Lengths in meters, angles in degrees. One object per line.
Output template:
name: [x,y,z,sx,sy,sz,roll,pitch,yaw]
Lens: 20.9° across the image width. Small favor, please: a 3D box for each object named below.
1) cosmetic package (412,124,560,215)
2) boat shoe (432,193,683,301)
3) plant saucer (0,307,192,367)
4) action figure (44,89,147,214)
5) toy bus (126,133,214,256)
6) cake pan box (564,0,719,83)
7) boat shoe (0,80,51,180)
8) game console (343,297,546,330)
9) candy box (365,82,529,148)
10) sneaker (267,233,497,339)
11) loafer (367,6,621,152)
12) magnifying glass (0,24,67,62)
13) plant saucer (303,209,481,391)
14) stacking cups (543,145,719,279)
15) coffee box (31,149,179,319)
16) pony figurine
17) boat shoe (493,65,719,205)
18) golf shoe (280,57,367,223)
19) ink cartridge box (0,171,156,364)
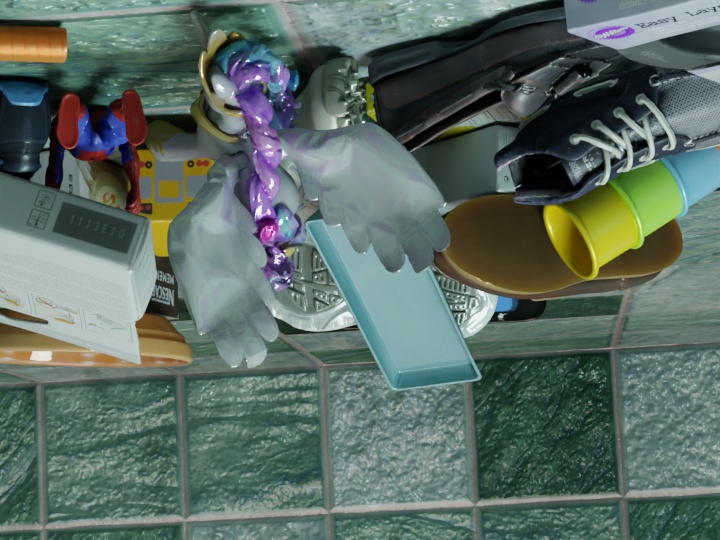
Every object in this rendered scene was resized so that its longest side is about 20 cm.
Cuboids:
cosmetic package: [0.097,-0.060,1.448,0.150,0.052,0.199,7,169,-35]
boat shoe: [0.128,-0.011,1.365,0.199,0.071,0.070,3,166,-29]
plant saucer: [-0.233,0.054,1.568,0.199,0.038,0.200,2,174,0]
action figure: [-0.176,-0.065,1.296,0.065,0.100,0.200,-2,-177,-10]
toy bus: [-0.135,-0.058,1.461,0.065,0.079,0.200,-2,172,-2]
cake pan box: [0.230,-0.151,1.040,0.199,0.053,0.184,-9,168,37]
boat shoe: [-0.259,-0.075,1.327,0.084,0.069,0.200,-1,171,-16]
game console: [0.069,-0.019,1.682,0.198,0.117,0.176,-3,172,-3]
candy box: [0.075,-0.107,1.381,0.101,0.027,0.200,-7,172,13]
sneaker: [0.000,0.000,1.429,0.199,0.078,0.099,13,-163,-1]
loafer: [0.090,-0.115,1.194,0.199,0.063,0.072,-10,170,40]
magnifying glass: [-0.267,-0.130,1.110,0.198,0.023,0.080,-2,172,-15]
plant saucer: [0.026,0.018,1.343,0.069,0.019,0.200,-8,140,17]
stacking cups: [0.221,-0.065,1.328,0.199,0.061,0.060,-29,180,-17]
coffee box: [-0.218,-0.022,1.562,0.079,0.115,0.200,-4,171,15]
pony figurine: [-0.062,-0.050,1.181,0.166,0.194,0.200,-29,175,-15]
boat shoe: [0.177,-0.087,1.252,0.199,0.075,0.093,-13,-153,48]
golf shoe: [-0.043,-0.077,1.295,0.096,0.079,0.200,1,157,-3]
ink cartridge box: [-0.236,-0.011,1.317,0.199,0.044,0.174,17,158,3]
